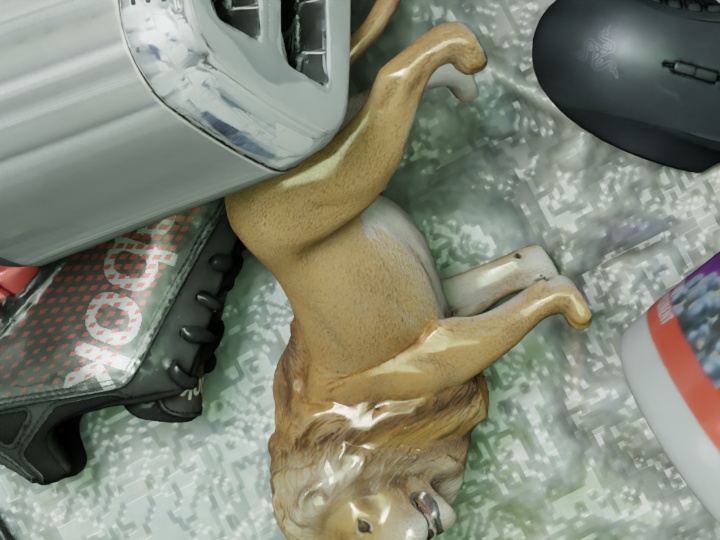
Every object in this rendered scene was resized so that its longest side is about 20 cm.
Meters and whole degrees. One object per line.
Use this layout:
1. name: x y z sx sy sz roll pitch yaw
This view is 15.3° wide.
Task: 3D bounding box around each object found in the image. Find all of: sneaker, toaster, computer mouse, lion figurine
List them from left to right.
1. toaster: -0.080 -0.089 0.798 0.129 0.114 0.201 -16 62 30
2. sneaker: -0.066 -0.007 0.891 0.200 0.071 0.098 -44 88 8
3. lion figurine: 0.000 0.000 0.860 0.122 0.073 0.200 -27 119 -3
4. computer mouse: 0.154 -0.053 0.887 0.199 0.034 0.059 13 93 4

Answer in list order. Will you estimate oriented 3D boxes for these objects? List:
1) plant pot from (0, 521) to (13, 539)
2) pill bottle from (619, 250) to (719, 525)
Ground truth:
1. plant pot: -0.196 0.180 0.862 0.177 0.199 0.200 -35 89 18
2. pill bottle: 0.189 0.003 0.834 0.200 0.111 0.112 -40 89 15
